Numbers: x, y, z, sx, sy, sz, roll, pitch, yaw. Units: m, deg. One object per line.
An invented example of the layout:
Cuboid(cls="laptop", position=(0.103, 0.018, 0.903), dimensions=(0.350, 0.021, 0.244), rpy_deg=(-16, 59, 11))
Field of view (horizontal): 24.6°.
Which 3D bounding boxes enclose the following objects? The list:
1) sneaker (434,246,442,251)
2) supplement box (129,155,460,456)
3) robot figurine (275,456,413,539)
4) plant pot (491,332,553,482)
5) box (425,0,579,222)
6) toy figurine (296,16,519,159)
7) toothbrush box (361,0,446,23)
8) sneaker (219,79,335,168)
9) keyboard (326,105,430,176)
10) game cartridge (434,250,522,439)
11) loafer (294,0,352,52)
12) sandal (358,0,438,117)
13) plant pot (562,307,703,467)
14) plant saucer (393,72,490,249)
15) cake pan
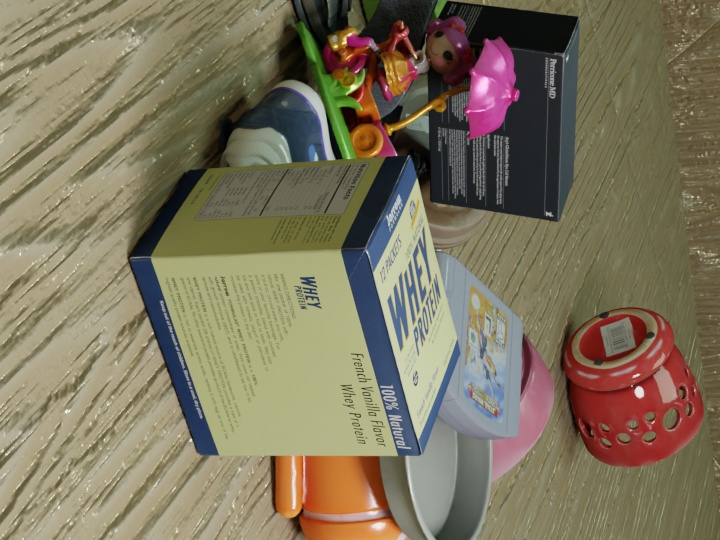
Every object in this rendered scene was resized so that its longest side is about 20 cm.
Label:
Cuboid(cls="sneaker", position=(0.053, -0.086, 1.808), dimensions=(0.090, 0.066, 0.202), rpy_deg=(54, 39, -40))
Cuboid(cls="supplement box", position=(-0.046, 0.031, 1.324), dimensions=(0.135, 0.197, 0.202), rpy_deg=(-64, 145, -51))
Cuboid(cls="robot figurine", position=(-0.004, 0.180, 1.535), dimensions=(0.144, 0.115, 0.203), rpy_deg=(-16, 102, -68))
Cuboid(cls="plant pot", position=(0.072, 0.097, 1.675), dimensions=(0.180, 0.198, 0.201), rpy_deg=(53, 36, -31))
Cuboid(cls="box", position=(0.144, -0.158, 1.661), dimensions=(0.079, 0.139, 0.202), rpy_deg=(-60, 155, -46))
Cuboid(cls="toy figurine", position=(0.054, -0.176, 1.557), dimensions=(0.150, 0.182, 0.202), rpy_deg=(67, 3, -69))
Cuboid(cls="toothbrush box", position=(0.041, -0.385, 1.766), dimensions=(0.146, 0.085, 0.202), rpy_deg=(-66, 148, -47))
Cuboid(cls="sneaker", position=(-0.070, -0.051, 1.457), dimensions=(0.147, 0.080, 0.202), rpy_deg=(-57, 144, -44))
Cuboid(cls="keyboard", position=(0.009, -0.101, 1.659), dimensions=(0.126, 0.021, 0.201), rpy_deg=(31, 48, -16))
Cuboid(cls="game cartridge", position=(0.101, 0.080, 1.517), dimensions=(0.200, 0.041, 0.135), rpy_deg=(39, 47, -56))
Cuboid(cls="loafer", position=(-0.036, -0.299, 1.582), dimensions=(0.072, 0.062, 0.202), rpy_deg=(-67, 148, -48))
Cuboid(cls="sandal", position=(0.035, -0.233, 1.625), dimensions=(0.201, 0.076, 0.043), rpy_deg=(-61, 177, 21))
Cuboid(cls="plant pot", position=(0.412, 0.173, 2.554), dimensions=(0.184, 0.198, 0.201), rpy_deg=(63, 31, -30))
Cuboid(cls="plant saucer", position=(0.078, -0.124, 1.774), dimensions=(0.198, 0.029, 0.203), rpy_deg=(9, 74, -35))
Cuboid(cls="cake pan", position=(0.069, 0.160, 1.515), dimensions=(0.200, 0.036, 0.203), rpy_deg=(20, 68, -62))
